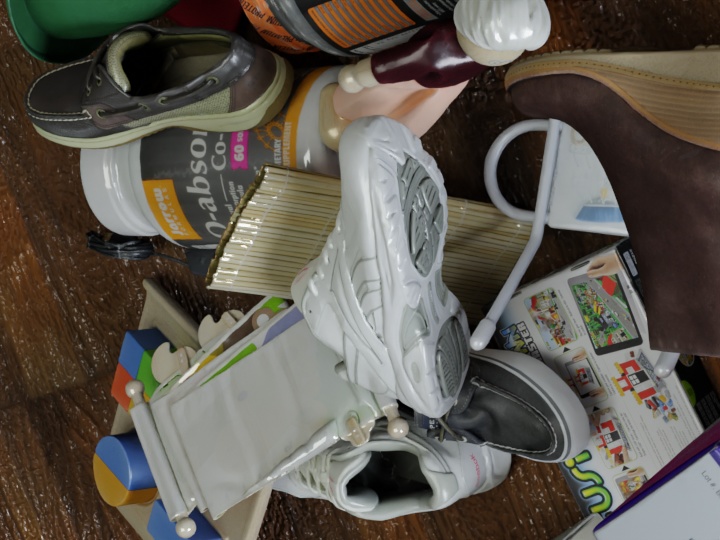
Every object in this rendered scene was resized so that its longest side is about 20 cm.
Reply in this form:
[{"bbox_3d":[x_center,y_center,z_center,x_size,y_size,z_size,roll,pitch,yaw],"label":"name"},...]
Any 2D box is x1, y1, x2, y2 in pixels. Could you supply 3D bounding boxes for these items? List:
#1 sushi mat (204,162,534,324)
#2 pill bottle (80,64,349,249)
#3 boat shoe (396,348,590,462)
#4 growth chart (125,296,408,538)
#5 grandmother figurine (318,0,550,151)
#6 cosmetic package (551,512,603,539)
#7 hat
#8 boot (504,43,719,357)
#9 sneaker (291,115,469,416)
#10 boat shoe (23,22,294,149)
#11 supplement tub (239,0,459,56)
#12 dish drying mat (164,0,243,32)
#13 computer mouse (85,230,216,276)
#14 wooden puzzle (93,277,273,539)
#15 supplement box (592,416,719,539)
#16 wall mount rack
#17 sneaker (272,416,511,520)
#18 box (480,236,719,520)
[{"bbox_3d":[0.009,-0.013,1.250,0.096,0.199,0.012,-61,34,34],"label":"sushi mat"},{"bbox_3d":[-0.078,-0.071,1.316,0.199,0.116,0.117,-1,105,33],"label":"pill bottle"},{"bbox_3d":[0.054,0.078,1.281,0.200,0.066,0.070,28,134,39],"label":"boat shoe"},{"bbox_3d":[-0.068,0.083,1.320,0.200,0.018,0.145,-29,58,23],"label":"growth chart"},{"bbox_3d":[0.049,-0.120,1.147,0.061,0.121,0.200,61,155,-1],"label":"grandmother figurine"},{"bbox_3d":[0.109,0.248,1.307,0.104,0.073,0.200,52,137,7],"label":"cosmetic package"},{"bbox_3d":[-0.106,-0.185,1.253,0.176,0.200,0.166,22,87,19],"label":"hat"},{"bbox_3d":[0.153,-0.039,1.104,0.200,0.072,0.167,6,101,52],"label":"boot"},{"bbox_3d":[0.000,0.000,1.185,0.099,0.078,0.201,6,125,24],"label":"sneaker"},{"bbox_3d":[-0.136,-0.123,1.264,0.199,0.073,0.065,-5,145,31],"label":"boat shoe"},{"bbox_3d":[0.027,-0.200,1.199,0.199,0.122,0.123,-13,99,35],"label":"supplement tub"},{"bbox_3d":[-0.086,-0.246,1.322,0.077,0.018,0.201,34,123,24],"label":"dish drying mat"},{"bbox_3d":[-0.116,-0.016,1.403,0.199,0.059,0.034,10,94,35],"label":"computer mouse"},{"bbox_3d":[-0.131,0.133,1.426,0.185,0.046,0.201,41,128,42],"label":"wooden puzzle"},{"bbox_3d":[0.233,0.126,1.129,0.103,0.200,0.101,-42,81,37],"label":"supplement box"},{"bbox_3d":[0.146,-0.029,1.185,0.199,0.074,0.175,7,86,29],"label":"wall mount rack"},{"bbox_3d":[-0.006,0.125,1.345,0.199,0.099,0.078,-5,103,34],"label":"sneaker"},{"bbox_3d":[0.167,0.089,1.261,0.110,0.035,0.201,-25,92,36],"label":"box"}]
